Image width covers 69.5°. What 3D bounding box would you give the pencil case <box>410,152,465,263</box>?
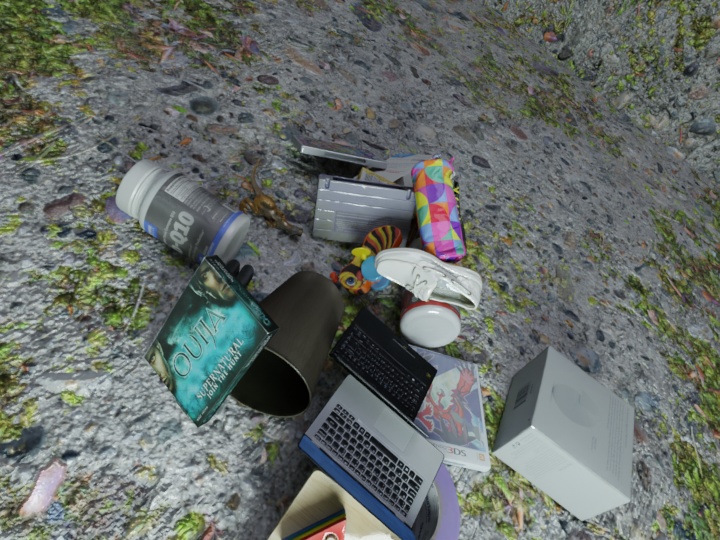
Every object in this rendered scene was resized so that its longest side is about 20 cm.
[{"bbox_3d":[0.144,-0.109,0.958,0.087,0.088,0.205,2,77,-29],"label":"pencil case"}]

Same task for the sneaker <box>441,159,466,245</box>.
[{"bbox_3d":[0.164,-0.134,1.029,0.073,0.085,0.203,-3,59,-29],"label":"sneaker"}]

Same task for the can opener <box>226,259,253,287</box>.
[{"bbox_3d":[-0.230,0.061,0.834,0.052,0.068,0.201,19,34,1],"label":"can opener"}]

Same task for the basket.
[{"bbox_3d":[-0.111,0.100,0.805,0.177,0.138,0.201,14,36,18],"label":"basket"}]

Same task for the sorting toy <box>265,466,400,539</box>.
[{"bbox_3d":[-0.031,0.376,0.590,0.199,0.070,0.200,36,81,3],"label":"sorting toy"}]

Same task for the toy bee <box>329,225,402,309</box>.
[{"bbox_3d":[0.000,0.000,0.974,0.107,0.132,0.202,16,53,17],"label":"toy bee"}]

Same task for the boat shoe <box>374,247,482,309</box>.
[{"bbox_3d":[0.116,0.018,0.899,0.196,0.071,0.070,14,49,1],"label":"boat shoe"}]

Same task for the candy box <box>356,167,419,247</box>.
[{"bbox_3d":[0.065,-0.120,1.102,0.197,0.117,0.057,24,48,-10],"label":"candy box"}]

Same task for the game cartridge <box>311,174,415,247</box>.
[{"bbox_3d":[0.006,-0.115,1.034,0.195,0.132,0.039,7,35,-8],"label":"game cartridge"}]

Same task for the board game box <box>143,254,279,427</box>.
[{"bbox_3d":[-0.209,0.098,0.704,0.135,0.201,0.028,45,25,13],"label":"board game box"}]

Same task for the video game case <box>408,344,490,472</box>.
[{"bbox_3d":[0.139,0.235,0.915,0.179,0.023,0.203,18,47,-17],"label":"video game case"}]

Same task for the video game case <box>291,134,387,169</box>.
[{"bbox_3d":[-0.050,-0.269,1.175,0.196,0.018,0.143,7,21,-20],"label":"video game case"}]

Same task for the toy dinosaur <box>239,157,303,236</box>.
[{"bbox_3d":[-0.192,-0.134,1.022,0.201,0.060,0.106,54,23,12],"label":"toy dinosaur"}]

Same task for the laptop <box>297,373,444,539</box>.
[{"bbox_3d":[0.026,0.234,0.665,0.186,0.116,0.200,39,44,5],"label":"laptop"}]

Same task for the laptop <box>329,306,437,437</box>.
[{"bbox_3d":[0.048,0.148,0.817,0.177,0.104,0.200,40,43,0],"label":"laptop"}]

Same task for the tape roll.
[{"bbox_3d":[0.035,0.333,0.729,0.196,0.085,0.203,17,47,-18],"label":"tape roll"}]

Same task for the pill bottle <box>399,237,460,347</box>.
[{"bbox_3d":[0.135,0.036,1.014,0.114,0.116,0.203,20,45,-14],"label":"pill bottle"}]

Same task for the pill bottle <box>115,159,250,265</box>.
[{"bbox_3d":[-0.296,-0.093,0.872,0.198,0.114,0.115,31,44,-2],"label":"pill bottle"}]

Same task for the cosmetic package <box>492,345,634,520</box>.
[{"bbox_3d":[0.369,0.288,0.933,0.198,0.124,0.200,35,44,3],"label":"cosmetic package"}]

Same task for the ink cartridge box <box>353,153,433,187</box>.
[{"bbox_3d":[0.084,-0.206,1.186,0.113,0.069,0.199,12,32,35],"label":"ink cartridge box"}]
